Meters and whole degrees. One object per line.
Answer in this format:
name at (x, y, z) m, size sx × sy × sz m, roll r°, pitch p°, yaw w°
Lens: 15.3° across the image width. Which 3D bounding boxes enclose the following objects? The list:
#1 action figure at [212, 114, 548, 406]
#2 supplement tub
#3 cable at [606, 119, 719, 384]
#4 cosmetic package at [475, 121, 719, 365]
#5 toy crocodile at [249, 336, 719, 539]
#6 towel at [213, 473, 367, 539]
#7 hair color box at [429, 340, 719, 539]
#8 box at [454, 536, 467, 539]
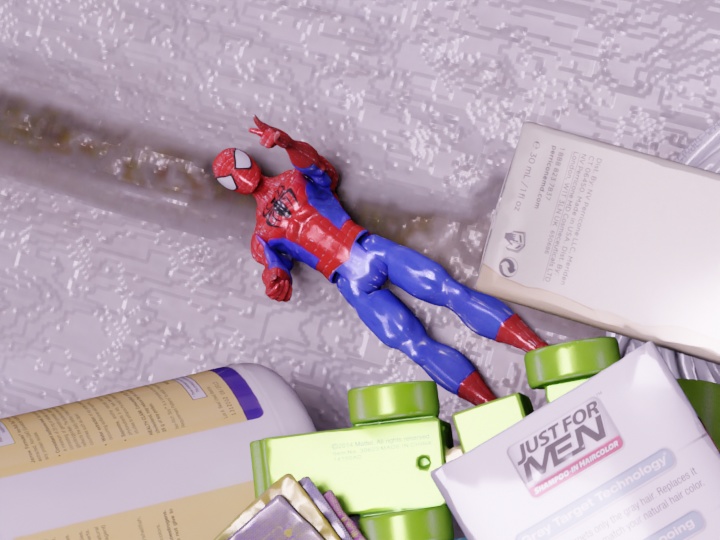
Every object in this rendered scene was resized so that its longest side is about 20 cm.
action figure at (0.000, 0.000, 1.193) m, size 0.200 × 0.099 × 0.065 m, roll 37°, pitch 96°, yaw 23°
supplement tub at (-0.117, 0.128, 1.153) m, size 0.199 × 0.145 × 0.146 m, roll -12°, pitch 78°, yaw -17°
cable at (0.203, 0.024, 1.125) m, size 0.199 × 0.069 × 0.201 m, roll 16°, pitch 89°, yaw 21°
cosmetic package at (0.158, 0.005, 1.052) m, size 0.199 × 0.103 × 0.073 m, roll 18°, pitch 91°, yaw 22°
toy crocodile at (0.053, 0.072, 1.088) m, size 0.199 × 0.062 × 0.068 m, roll -12°, pitch 82°, yaw 8°
towel at (-0.021, 0.198, 1.051) m, size 0.143 × 0.023 × 0.200 m, roll -36°, pitch 79°, yaw 4°
hair color box at (0.120, 0.138, 1.004) m, size 0.099 × 0.061 × 0.201 m, roll -31°, pitch 78°, yaw 5°
box at (0.058, 0.212, 1.104) m, size 0.082 × 0.049 × 0.201 m, roll -15°, pitch 62°, yaw 62°
